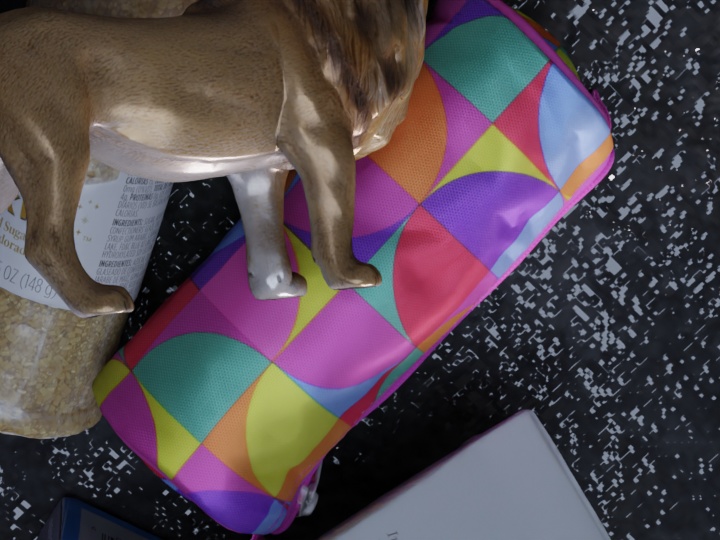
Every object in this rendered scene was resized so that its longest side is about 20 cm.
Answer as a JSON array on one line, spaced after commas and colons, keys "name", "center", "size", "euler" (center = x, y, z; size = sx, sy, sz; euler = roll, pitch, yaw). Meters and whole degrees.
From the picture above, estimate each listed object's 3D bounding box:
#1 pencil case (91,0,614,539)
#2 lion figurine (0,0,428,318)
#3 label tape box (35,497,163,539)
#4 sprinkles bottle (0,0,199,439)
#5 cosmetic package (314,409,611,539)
[{"name": "pencil case", "center": [0.000, 0.000, 0.823], "size": [0.088, 0.088, 0.200], "euler": [39, 94, -18]}, {"name": "lion figurine", "center": [-0.059, -0.049, 0.734], "size": [0.199, 0.072, 0.123], "euler": [-7, 89, -36]}, {"name": "label tape box", "center": [-0.094, 0.204, 0.923], "size": [0.143, 0.066, 0.201], "euler": [26, 106, -14]}, {"name": "sprinkles bottle", "center": [-0.090, -0.045, 0.820], "size": [0.068, 0.068, 0.201], "euler": [15, 110, -11]}, {"name": "cosmetic package", "center": [-0.016, 0.133, 0.824], "size": [0.199, 0.102, 0.074], "euler": [-30, 86, -29]}]
